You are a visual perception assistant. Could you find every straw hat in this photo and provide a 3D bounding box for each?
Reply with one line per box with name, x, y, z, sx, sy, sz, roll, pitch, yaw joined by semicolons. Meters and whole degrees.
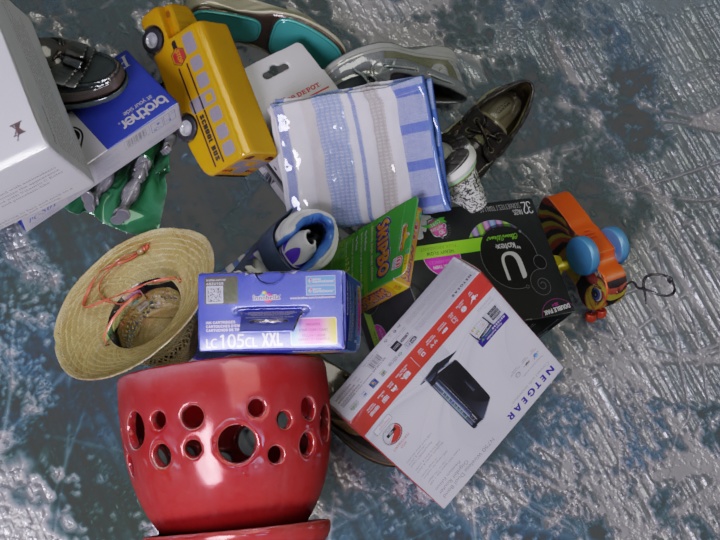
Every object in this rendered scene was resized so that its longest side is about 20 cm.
straw hat;-0.203;0.053;1.402;0.085;0.200;0.202;54;47;-37

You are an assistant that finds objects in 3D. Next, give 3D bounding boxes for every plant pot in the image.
plant pot;-0.124;0.180;1.332;0.200;0.200;0.183;-1;82;-27

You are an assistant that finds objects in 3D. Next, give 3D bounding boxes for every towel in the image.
towel;-0.004;-0.121;1.489;0.024;0.199;0.148;-18;101;-58

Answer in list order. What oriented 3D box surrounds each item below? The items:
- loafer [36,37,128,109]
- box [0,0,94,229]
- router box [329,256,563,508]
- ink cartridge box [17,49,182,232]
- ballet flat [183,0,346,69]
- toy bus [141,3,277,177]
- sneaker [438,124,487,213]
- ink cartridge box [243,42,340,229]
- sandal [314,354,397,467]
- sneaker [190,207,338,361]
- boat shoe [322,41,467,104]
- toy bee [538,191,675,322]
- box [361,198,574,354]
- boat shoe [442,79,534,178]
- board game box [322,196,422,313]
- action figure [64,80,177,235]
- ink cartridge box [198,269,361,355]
loafer;-0.335;-0.209;1.444;0.199;0.063;0.072;5;51;18
box;-0.392;-0.141;1.349;0.198;0.131;0.201;-25;75;3
router box;0.091;0.117;1.457;0.200;0.049;0.180;-49;127;-6
ink cartridge box;-0.290;-0.135;1.455;0.200;0.044;0.094;-38;67;-19
ballet flat;-0.110;-0.291;1.662;0.199;0.069;0.070;16;59;-18
toy bus;-0.166;-0.199;1.538;0.065;0.078;0.201;-5;71;-57
sneaker;0.083;-0.111;1.558;0.077;0.200;0.089;-34;116;-1
ink cartridge box;-0.060;-0.147;1.606;0.116;0.068;0.200;-32;83;-36
sandal;0.000;0.139;1.499;0.200;0.055;0.082;36;55;-9
sneaker;-0.104;0.007;1.459;0.081;0.146;0.200;49;55;3
boat shoe;0.040;-0.226;1.696;0.201;0.074;0.065;-6;64;-36
toy bee;0.272;0.004;1.690;0.130;0.109;0.200;0;40;-17
box;0.106;0.018;1.572;0.199;0.124;0.149;-8;69;-31
boat shoe;0.147;-0.168;1.722;0.073;0.065;0.200;39;56;-6
board game box;0.000;0.000;1.482;0.030;0.200;0.096;26;56;-24
action figure;-0.238;-0.135;1.525;0.118;0.055;0.201;26;53;-9
ink cartridge box;-0.074;0.040;1.319;0.136;0.200;0.077;-2;84;5
